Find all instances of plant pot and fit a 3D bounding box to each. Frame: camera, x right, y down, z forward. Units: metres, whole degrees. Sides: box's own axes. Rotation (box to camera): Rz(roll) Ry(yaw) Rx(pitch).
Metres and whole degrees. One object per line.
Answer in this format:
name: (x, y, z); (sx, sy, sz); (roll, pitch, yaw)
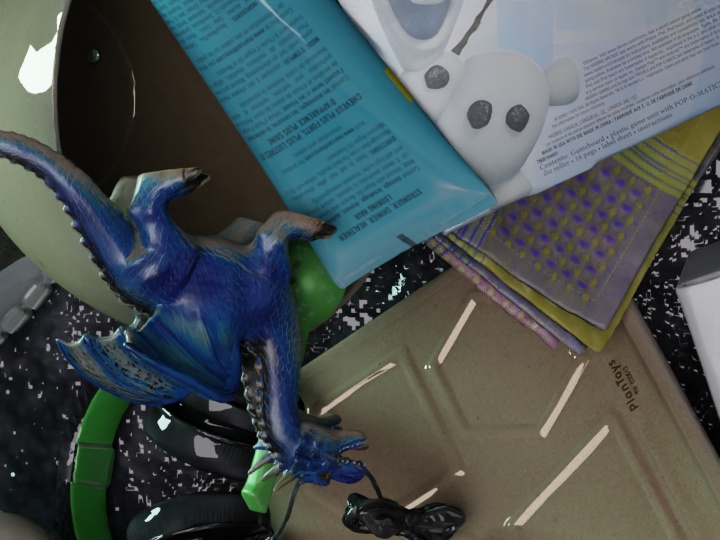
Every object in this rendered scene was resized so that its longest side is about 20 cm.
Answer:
plant pot: (-0.090, -0.071, 1.031); (0.134, 0.200, 0.201); (4, 101, 45)

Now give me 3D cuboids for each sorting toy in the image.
sorting toy: (0.054, 0.092, 1.054); (0.200, 0.036, 0.186); (-36, 61, 20)

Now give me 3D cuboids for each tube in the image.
tube: (-0.036, -0.088, 0.921); (0.077, 0.050, 0.200); (-28, 103, 35)

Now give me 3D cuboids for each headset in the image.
headset: (-0.052, 0.094, 1.069); (0.200, 0.094, 0.124); (4, 85, 48)

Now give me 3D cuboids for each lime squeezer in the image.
lime squeezer: (0.000, 0.000, 1.004); (0.038, 0.200, 0.071); (-6, 130, 48)

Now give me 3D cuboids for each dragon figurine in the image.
dragon figurine: (-0.070, 0.017, 0.908); (0.059, 0.199, 0.100); (-2, 70, 55)

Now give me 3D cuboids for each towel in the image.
towel: (0.056, -0.077, 1.002); (0.200, 0.023, 0.144); (40, 74, -14)

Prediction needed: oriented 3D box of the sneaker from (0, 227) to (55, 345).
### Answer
sneaker: (-0.198, 0.020, 1.092); (0.075, 0.115, 0.200); (34, 105, 7)

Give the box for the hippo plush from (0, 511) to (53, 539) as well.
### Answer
hippo plush: (-0.217, 0.196, 1.070); (0.199, 0.159, 0.162); (-11, 68, 18)

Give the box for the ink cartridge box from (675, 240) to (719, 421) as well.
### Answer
ink cartridge box: (0.196, 0.080, 0.985); (0.085, 0.148, 0.201); (-20, 92, 11)

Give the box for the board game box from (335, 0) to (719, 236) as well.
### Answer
board game box: (0.079, -0.146, 0.947); (0.199, 0.043, 0.200); (-25, 96, 1)
